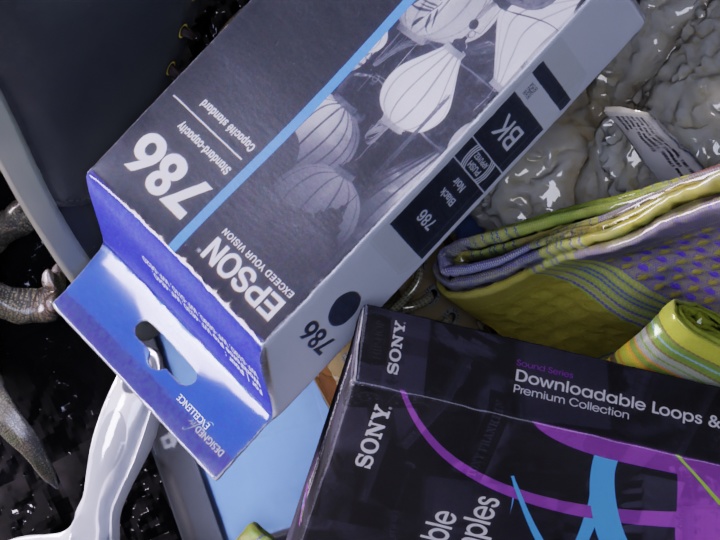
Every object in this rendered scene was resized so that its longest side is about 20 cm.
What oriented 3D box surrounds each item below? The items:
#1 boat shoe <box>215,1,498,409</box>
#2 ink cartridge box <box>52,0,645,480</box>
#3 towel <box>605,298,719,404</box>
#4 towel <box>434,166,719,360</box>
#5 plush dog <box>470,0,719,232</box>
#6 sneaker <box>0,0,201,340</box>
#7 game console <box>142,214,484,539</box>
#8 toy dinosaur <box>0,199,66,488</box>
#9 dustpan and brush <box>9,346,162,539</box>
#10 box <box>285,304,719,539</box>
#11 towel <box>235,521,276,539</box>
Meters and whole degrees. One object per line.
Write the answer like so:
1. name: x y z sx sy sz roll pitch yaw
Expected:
1. boat shoe: 0.000 0.000 0.961 0.075 0.074 0.201 -28 92 8
2. ink cartridge box: -0.012 -0.039 0.886 0.200 0.039 0.099 -48 57 0
3. towel: 0.079 0.077 0.934 0.086 0.018 0.200 29 136 -19
4. towel: 0.132 0.030 0.921 0.143 0.023 0.200 -18 137 39
5. plush dog: 0.148 -0.080 0.944 0.199 0.161 0.173 18 60 -8
6. sneaker: -0.076 -0.066 0.934 0.106 0.075 0.200 -29 132 -2
7. game console: 0.005 0.036 1.013 0.176 0.031 0.201 -18 93 4
8. toy dinosaur: -0.162 -0.012 1.006 0.102 0.077 0.201 -22 107 24
9. dustpan and brush: -0.099 0.123 0.985 0.139 0.057 0.201 25 94 31
10. box: 0.079 0.088 0.906 0.199 0.036 0.143 14 139 -3
11. towel: -0.040 0.207 1.021 0.143 0.023 0.201 34 102 0
